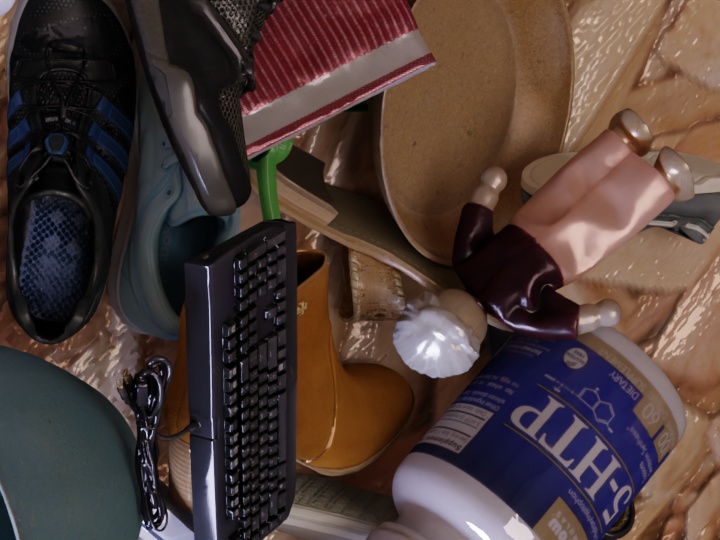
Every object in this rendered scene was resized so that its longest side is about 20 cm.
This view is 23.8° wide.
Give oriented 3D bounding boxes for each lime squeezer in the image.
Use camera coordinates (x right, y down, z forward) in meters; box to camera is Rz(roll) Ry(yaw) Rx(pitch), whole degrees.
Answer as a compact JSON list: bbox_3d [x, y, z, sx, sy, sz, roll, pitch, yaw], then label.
[{"bbox_3d":[-0.039,-0.072,0.980,0.071,0.038,0.200,53,33,-16],"label":"lime squeezer"}]

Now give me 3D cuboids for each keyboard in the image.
[{"bbox_3d":[-0.073,0.077,0.886,0.127,0.021,0.200,-31,133,-40],"label":"keyboard"}]

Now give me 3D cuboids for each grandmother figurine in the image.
[{"bbox_3d":[0.105,-0.006,1.006,0.200,0.121,0.061,-37,149,-10],"label":"grandmother figurine"}]

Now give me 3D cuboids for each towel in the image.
[{"bbox_3d":[-0.065,-0.171,0.939,0.144,0.023,0.200,-28,90,-13],"label":"towel"}]

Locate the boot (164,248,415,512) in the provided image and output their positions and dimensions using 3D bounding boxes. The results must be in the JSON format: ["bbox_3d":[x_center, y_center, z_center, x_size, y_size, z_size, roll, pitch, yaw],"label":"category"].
[{"bbox_3d":[-0.029,0.050,0.986,0.201,0.071,0.144,-20,133,-43],"label":"boot"}]

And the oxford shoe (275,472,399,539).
[{"bbox_3d":[0.003,0.170,1.071,0.200,0.075,0.058,19,101,-34],"label":"oxford shoe"}]

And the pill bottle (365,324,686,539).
[{"bbox_3d":[0.090,0.129,1.011,0.200,0.120,0.120,-47,119,-20],"label":"pill bottle"}]

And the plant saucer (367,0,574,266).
[{"bbox_3d":[0.063,-0.103,1.047,0.200,0.035,0.200,-20,117,-47],"label":"plant saucer"}]

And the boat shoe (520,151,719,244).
[{"bbox_3d":[0.176,-0.040,1.123,0.200,0.073,0.062,-7,118,-44],"label":"boat shoe"}]

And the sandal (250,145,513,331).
[{"bbox_3d":[-0.001,-0.003,1.051,0.212,0.078,0.070,32,114,-25],"label":"sandal"}]

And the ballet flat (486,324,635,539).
[{"bbox_3d":[0.142,0.098,1.141,0.073,0.073,0.200,-27,112,-24],"label":"ballet flat"}]

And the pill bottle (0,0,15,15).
[{"bbox_3d":[-0.271,-0.160,0.814,0.200,0.116,0.116,-10,105,-30],"label":"pill bottle"}]

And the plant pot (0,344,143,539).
[{"bbox_3d":[-0.190,0.121,0.888,0.135,0.200,0.200,-18,110,-50],"label":"plant pot"}]

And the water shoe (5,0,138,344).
[{"bbox_3d":[-0.154,-0.059,0.916,0.071,0.079,0.200,0,100,-10],"label":"water shoe"}]

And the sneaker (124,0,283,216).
[{"bbox_3d":[-0.063,-0.132,0.885,0.114,0.076,0.200,-12,81,-7],"label":"sneaker"}]

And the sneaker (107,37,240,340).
[{"bbox_3d":[-0.091,-0.057,0.962,0.074,0.082,0.200,0,99,-32],"label":"sneaker"}]

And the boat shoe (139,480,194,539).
[{"bbox_3d":[-0.120,0.185,1.005,0.086,0.075,0.202,-43,125,-6],"label":"boat shoe"}]
